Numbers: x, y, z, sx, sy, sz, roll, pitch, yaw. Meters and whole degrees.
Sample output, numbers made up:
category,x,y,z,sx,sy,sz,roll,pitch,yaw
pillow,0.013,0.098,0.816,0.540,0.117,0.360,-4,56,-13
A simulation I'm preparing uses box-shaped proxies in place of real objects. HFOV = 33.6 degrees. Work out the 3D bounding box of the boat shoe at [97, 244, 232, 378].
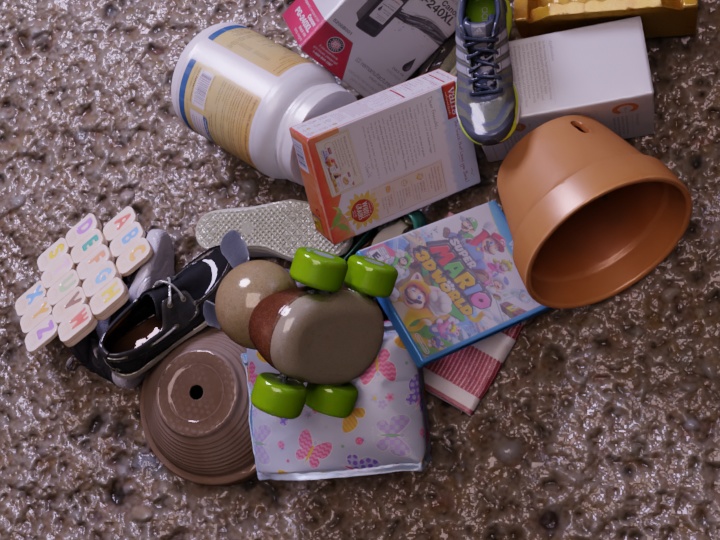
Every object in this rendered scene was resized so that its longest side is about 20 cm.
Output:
category,x,y,z,sx,sy,sz,roll,pitch,yaw
boat shoe,-0.220,0.041,1.388,0.200,0.068,0.072,-43,61,-14

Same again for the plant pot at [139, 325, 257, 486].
category,x,y,z,sx,sy,sz,roll,pitch,yaw
plant pot,-0.177,0.149,1.400,0.200,0.093,0.201,-4,75,14

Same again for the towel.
category,x,y,z,sx,sy,sz,roll,pitch,yaw
towel,0.118,0.049,1.388,0.144,0.023,0.200,29,87,17

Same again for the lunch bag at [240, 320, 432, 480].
category,x,y,z,sx,sy,sz,roll,pitch,yaw
lunch bag,-0.027,0.144,1.338,0.199,0.127,0.170,-7,87,6

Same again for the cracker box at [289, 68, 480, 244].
category,x,y,z,sx,sy,sz,roll,pitch,yaw
cracker box,0.031,-0.131,1.359,0.200,0.134,0.058,-23,30,-17

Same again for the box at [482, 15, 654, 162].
category,x,y,z,sx,sy,sz,roll,pitch,yaw
box,0.230,-0.204,1.366,0.199,0.124,0.098,-8,74,12

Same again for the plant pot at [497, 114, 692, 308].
category,x,y,z,sx,sy,sz,roll,pitch,yaw
plant pot,0.239,-0.075,1.307,0.200,0.200,0.140,-32,55,5

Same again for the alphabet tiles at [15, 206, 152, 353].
category,x,y,z,sx,sy,sz,roll,pitch,yaw
alphabet tiles,-0.345,0.008,1.465,0.195,0.015,0.200,-39,39,3

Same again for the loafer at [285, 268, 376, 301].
category,x,y,z,sx,sy,sz,roll,pitch,yaw
loafer,-0.067,0.029,1.371,0.200,0.063,0.072,-1,96,47

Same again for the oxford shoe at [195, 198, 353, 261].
category,x,y,z,sx,sy,sz,roll,pitch,yaw
oxford shoe,-0.101,-0.046,1.445,0.199,0.058,0.075,0,85,18

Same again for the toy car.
category,x,y,z,sx,sy,sz,roll,pitch,yaw
toy car,-0.088,0.041,1.250,0.200,0.158,0.165,25,101,38

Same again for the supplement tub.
category,x,y,z,sx,sy,sz,roll,pitch,yaw
supplement tub,-0.113,-0.197,1.427,0.200,0.145,0.145,32,86,29

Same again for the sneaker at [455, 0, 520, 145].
category,x,y,z,sx,sy,sz,roll,pitch,yaw
sneaker,0.130,-0.232,1.290,0.074,0.081,0.201,-8,73,13

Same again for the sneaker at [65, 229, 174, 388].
category,x,y,z,sx,sy,sz,roll,pitch,yaw
sneaker,-0.303,0.039,1.467,0.114,0.075,0.201,10,80,16

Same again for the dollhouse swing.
category,x,y,z,sx,sy,sz,roll,pitch,yaw
dollhouse swing,0.285,-0.362,1.379,0.199,0.182,0.176,-1,87,15

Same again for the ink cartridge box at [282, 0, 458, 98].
category,x,y,z,sx,sy,sz,roll,pitch,yaw
ink cartridge box,0.032,-0.315,1.398,0.200,0.145,0.083,-44,41,17

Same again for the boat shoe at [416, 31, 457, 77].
category,x,y,z,sx,sy,sz,roll,pitch,yaw
boat shoe,0.101,-0.233,1.440,0.066,0.072,0.201,36,87,30

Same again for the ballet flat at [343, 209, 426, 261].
category,x,y,z,sx,sy,sz,roll,pitch,yaw
ballet flat,0.000,0.000,1.403,0.067,0.070,0.200,40,89,16

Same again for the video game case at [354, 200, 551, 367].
category,x,y,z,sx,sy,sz,roll,pitch,yaw
video game case,0.108,0.011,1.316,0.200,0.018,0.143,-21,71,-31
